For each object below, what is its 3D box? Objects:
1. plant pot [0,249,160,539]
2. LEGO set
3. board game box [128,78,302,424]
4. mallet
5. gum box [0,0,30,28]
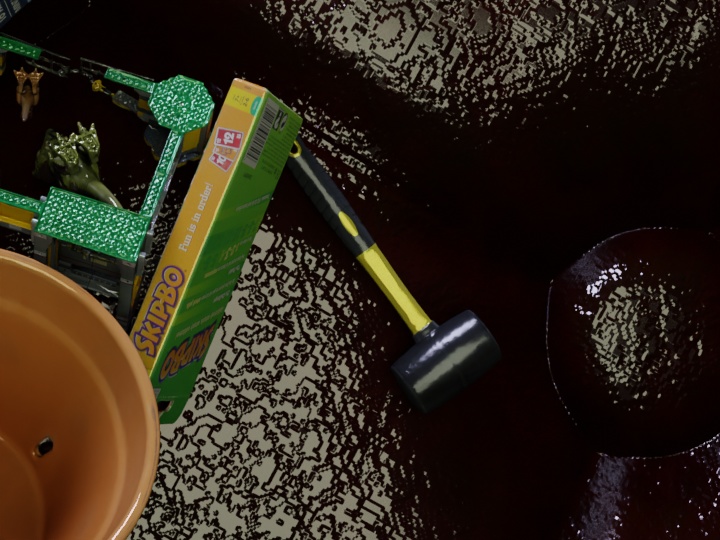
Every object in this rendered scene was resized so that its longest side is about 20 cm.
[{"bbox_3d":[-0.218,0.107,0.836,0.199,0.140,0.201,11,56,-17],"label":"plant pot"},{"bbox_3d":[-0.183,-0.050,0.912,0.198,0.116,0.155,10,62,-7],"label":"LEGO set"},{"bbox_3d":[-0.089,-0.006,0.914,0.030,0.096,0.201,20,89,11],"label":"board game box"},{"bbox_3d":[0.000,0.000,0.972,0.066,0.041,0.200,-44,93,-6],"label":"mallet"},{"bbox_3d":[-0.199,-0.260,0.896,0.170,0.045,0.200,43,78,10],"label":"gum box"}]
